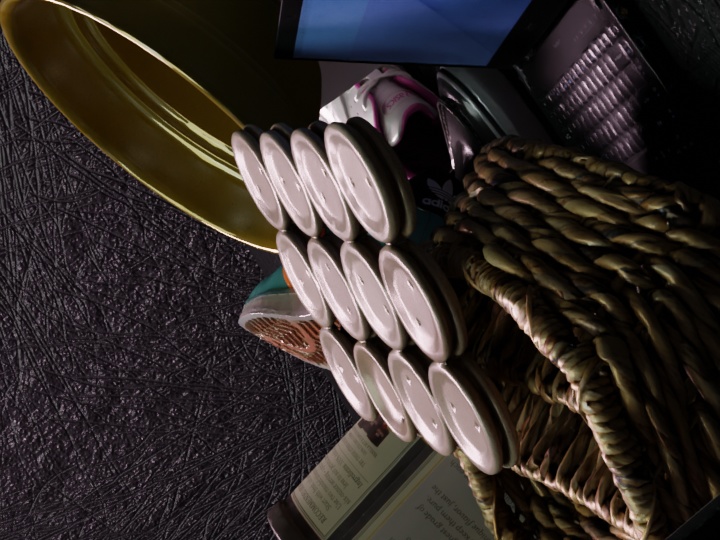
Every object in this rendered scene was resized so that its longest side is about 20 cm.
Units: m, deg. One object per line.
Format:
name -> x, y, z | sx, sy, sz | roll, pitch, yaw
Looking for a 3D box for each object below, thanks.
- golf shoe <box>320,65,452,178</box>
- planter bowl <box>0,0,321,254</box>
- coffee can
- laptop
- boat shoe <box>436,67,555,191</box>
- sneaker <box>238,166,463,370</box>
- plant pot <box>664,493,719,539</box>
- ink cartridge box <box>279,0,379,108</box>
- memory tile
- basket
golf shoe -> 0.008, -0.109, 1.097 | 0.200, 0.075, 0.092 | 48, 163, 5
planter bowl -> -0.081, -0.102, 0.929 | 0.199, 0.084, 0.201 | 33, 163, 12
coffee can -> 0.074, 0.099, 0.894 | 0.146, 0.200, 0.146 | 44, 180, 0
laptop -> 0.062, -0.056, 0.775 | 0.201, 0.103, 0.177 | 56, 174, 2
boat shoe -> 0.075, -0.025, 0.957 | 0.072, 0.071, 0.201 | 47, 168, 53
sneaker -> 0.000, 0.000, 0.965 | 0.071, 0.081, 0.200 | 30, 158, -19
plant pot -> 0.197, 0.174, 0.585 | 0.200, 0.200, 0.178 | 50, 178, 39
ink cartridge box -> -0.051, -0.201, 0.963 | 0.145, 0.083, 0.200 | 51, 171, 26
memory tile -> 0.003, 0.006, 0.763 | 0.154, 0.017, 0.200 | 66, 165, -11
basket -> 0.081, 0.043, 0.711 | 0.142, 0.150, 0.200 | 33, 177, -20
